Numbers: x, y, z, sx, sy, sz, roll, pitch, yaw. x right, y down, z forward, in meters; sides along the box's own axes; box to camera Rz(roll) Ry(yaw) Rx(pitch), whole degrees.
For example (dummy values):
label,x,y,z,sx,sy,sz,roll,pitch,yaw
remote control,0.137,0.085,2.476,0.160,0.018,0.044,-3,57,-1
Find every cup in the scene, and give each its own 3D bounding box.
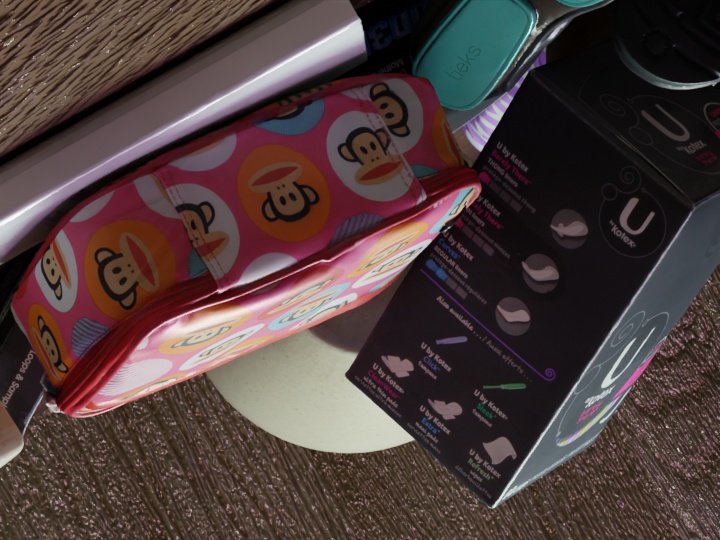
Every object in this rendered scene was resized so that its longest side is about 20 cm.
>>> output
label,x,y,z,sx,sy,sz,roll,pitch,yaw
cup,0.000,0.000,1.425,0.199,0.201,0.143,-29,179,-7

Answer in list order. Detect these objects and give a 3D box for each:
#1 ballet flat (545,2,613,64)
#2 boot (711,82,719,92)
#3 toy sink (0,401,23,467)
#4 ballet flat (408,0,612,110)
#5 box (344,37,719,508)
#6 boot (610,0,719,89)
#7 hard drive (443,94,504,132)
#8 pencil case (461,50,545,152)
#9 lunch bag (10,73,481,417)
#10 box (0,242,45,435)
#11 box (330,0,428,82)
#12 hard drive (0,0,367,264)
label,x,y,z,sx,sy,sz,roll,pitch,yaw
ballet flat,0.145,-0.157,1.335,0.200,0.072,0.068,-38,174,-32
boot,0.191,-0.112,1.357,0.181,0.073,0.200,-33,-170,34
toy sink,-0.283,0.101,1.222,0.200,0.112,0.130,-37,174,37
ballet flat,0.081,-0.141,1.120,0.073,0.073,0.200,-28,172,-32
box,0.101,-0.002,1.250,0.122,0.106,0.201,-27,152,-54
boot,0.167,-0.151,1.210,0.201,0.076,0.168,-56,-176,-15
hard drive,0.006,-0.086,1.708,0.135,0.043,0.200,-28,178,-44
pencil case,0.132,-0.130,1.836,0.084,0.086,0.200,-31,178,-15
lunch bag,-0.059,-0.007,1.164,0.199,0.082,0.176,-23,170,-30
box,-0.189,0.045,1.347,0.200,0.036,0.144,-31,-151,59
box,-0.001,-0.093,1.291,0.199,0.046,0.159,-29,178,-7
hard drive,-0.090,-0.060,1.110,0.199,0.027,0.132,-29,178,0
